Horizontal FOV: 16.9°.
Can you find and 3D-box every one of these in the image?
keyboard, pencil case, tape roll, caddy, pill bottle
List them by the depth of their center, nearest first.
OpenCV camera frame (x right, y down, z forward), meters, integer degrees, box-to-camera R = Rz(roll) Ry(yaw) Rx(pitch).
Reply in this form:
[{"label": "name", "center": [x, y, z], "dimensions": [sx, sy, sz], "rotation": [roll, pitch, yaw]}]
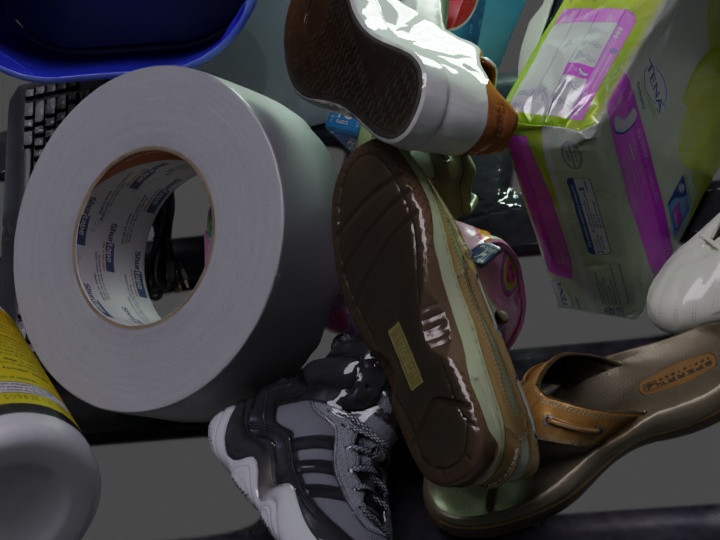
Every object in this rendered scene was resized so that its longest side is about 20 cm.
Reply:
[{"label": "tape roll", "center": [-0.106, -0.014, 1.397], "dimensions": [0.200, 0.066, 0.201], "rotation": [-7, 78, 33]}, {"label": "pill bottle", "center": [-0.233, 0.082, 1.398], "dimensions": [0.112, 0.113, 0.200], "rotation": [-29, 42, -9]}, {"label": "pencil case", "center": [0.000, 0.000, 1.408], "dimensions": [0.199, 0.088, 0.087], "rotation": [19, 55, 36]}, {"label": "caddy", "center": [-0.151, -0.185, 1.424], "dimensions": [0.199, 0.142, 0.105], "rotation": [-4, 11, 8]}, {"label": "keyboard", "center": [-0.167, -0.034, 1.506], "dimensions": [0.126, 0.021, 0.201], "rotation": [-8, 68, 16]}]

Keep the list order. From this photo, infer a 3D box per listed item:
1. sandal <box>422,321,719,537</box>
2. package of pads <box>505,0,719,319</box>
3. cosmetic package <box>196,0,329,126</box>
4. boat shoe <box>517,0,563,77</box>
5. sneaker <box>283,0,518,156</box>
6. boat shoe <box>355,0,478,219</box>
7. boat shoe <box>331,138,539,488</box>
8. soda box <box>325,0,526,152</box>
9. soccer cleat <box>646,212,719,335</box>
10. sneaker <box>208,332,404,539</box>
[{"label": "sandal", "center": [0.120, 0.073, 1.299], "dimensions": [0.199, 0.054, 0.080], "rotation": [-26, 40, 3]}, {"label": "package of pads", "center": [0.156, -0.097, 1.393], "dimensions": [0.068, 0.155, 0.200], "rotation": [8, 49, 30]}, {"label": "cosmetic package", "center": [-0.104, -0.194, 1.573], "dimensions": [0.198, 0.200, 0.123], "rotation": [-13, 42, 9]}, {"label": "boat shoe", "center": [0.151, -0.176, 1.541], "dimensions": [0.062, 0.075, 0.200], "rotation": [0, 46, 25]}, {"label": "sneaker", "center": [0.021, -0.109, 1.336], "dimensions": [0.084, 0.073, 0.200], "rotation": [13, 21, -30]}, {"label": "boat shoe", "center": [0.042, -0.098, 1.400], "dimensions": [0.068, 0.075, 0.201], "rotation": [0, 50, 10]}, {"label": "boat shoe", "center": [0.043, 0.025, 1.286], "dimensions": [0.072, 0.076, 0.201], "rotation": [-34, 62, 39]}, {"label": "soda box", "center": [0.053, -0.159, 1.517], "dimensions": [0.064, 0.068, 0.201], "rotation": [13, 74, 34]}, {"label": "soccer cleat", "center": [0.239, -0.036, 1.351], "dimensions": [0.200, 0.078, 0.069], "rotation": [-32, 42, -11]}, {"label": "sneaker", "center": [0.000, 0.104, 1.287], "dimensions": [0.114, 0.076, 0.200], "rotation": [-43, 39, -1]}]
